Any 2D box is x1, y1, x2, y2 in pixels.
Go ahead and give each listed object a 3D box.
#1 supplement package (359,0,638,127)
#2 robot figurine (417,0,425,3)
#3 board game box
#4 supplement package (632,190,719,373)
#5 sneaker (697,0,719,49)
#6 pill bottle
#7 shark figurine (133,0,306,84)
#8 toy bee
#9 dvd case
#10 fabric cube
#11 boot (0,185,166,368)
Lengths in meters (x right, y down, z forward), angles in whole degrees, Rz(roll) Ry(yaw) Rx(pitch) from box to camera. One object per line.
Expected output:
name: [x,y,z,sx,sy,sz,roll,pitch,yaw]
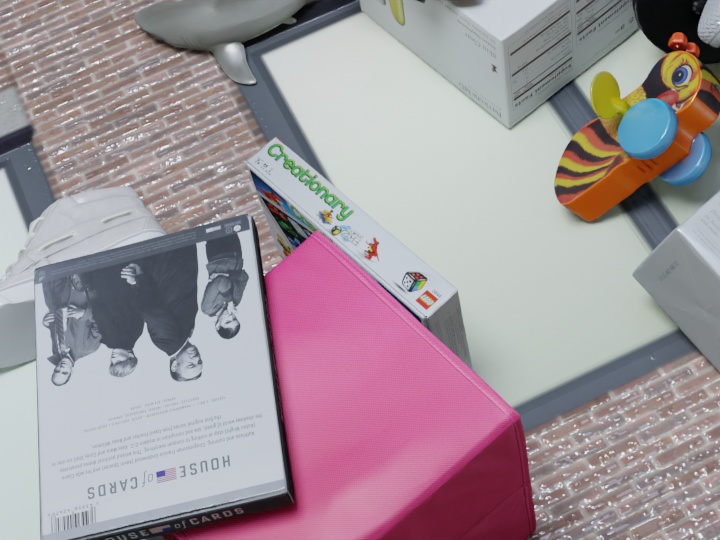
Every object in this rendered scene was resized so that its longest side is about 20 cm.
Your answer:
supplement package: [0.111,-0.249,1.250,0.156,0.111,0.200,-38,58,-15]
robot figurine: [0.043,-0.291,1.187,0.200,0.058,0.145,26,66,25]
board game box: [0.000,0.000,1.097,0.035,0.126,0.200,-40,60,-16]
supplement package: [0.314,-0.032,1.055,0.200,0.114,0.110,-39,81,-15]
sneaker: [0.339,-0.225,1.091,0.115,0.075,0.200,32,74,-1]
pill bottle: [0.295,-0.272,1.224,0.111,0.112,0.200,8,48,15]
shark figurine: [-0.088,-0.256,1.307,0.214,0.090,0.128,-34,59,-10]
toy bee: [0.239,-0.120,1.133,0.199,0.131,0.109,-14,55,17]
dvd case: [-0.125,0.066,0.903,0.150,0.025,0.201,-14,56,5]
fabric cube: [-0.024,0.139,0.968,0.199,0.200,0.196,-41,60,-14]
boot: [-0.252,0.002,1.182,0.199,0.074,0.096,-24,50,-16]
